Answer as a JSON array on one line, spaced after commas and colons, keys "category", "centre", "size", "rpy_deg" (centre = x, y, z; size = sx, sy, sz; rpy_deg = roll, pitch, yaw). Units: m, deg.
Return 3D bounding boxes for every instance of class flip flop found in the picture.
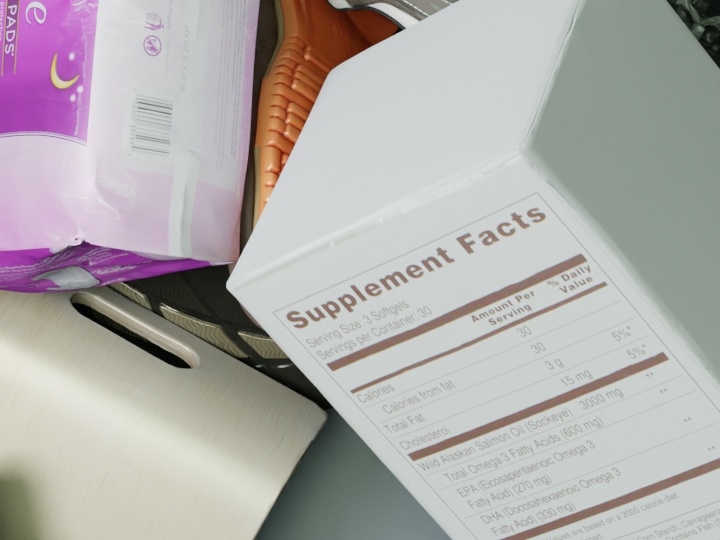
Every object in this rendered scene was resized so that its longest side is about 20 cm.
[{"category": "flip flop", "centre": [0.000, 0.000, 0.981], "size": [0.200, 0.058, 0.081], "rpy_deg": [-6, 121, 9]}]

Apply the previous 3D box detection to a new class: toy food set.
[{"category": "toy food set", "centre": [-0.120, 0.101, 0.978], "size": [0.143, 0.060, 0.200], "rpy_deg": [29, 101, 4]}]

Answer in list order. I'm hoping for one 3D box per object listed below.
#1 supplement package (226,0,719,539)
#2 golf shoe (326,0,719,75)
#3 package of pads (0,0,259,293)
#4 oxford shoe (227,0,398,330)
[{"category": "supplement package", "centre": [0.077, 0.019, 0.873], "size": [0.117, 0.117, 0.200], "rpy_deg": [-25, 117, 35]}, {"category": "golf shoe", "centre": [0.078, -0.070, 0.929], "size": [0.200, 0.078, 0.095], "rpy_deg": [39, 123, -1]}, {"category": "package of pads", "centre": [-0.089, -0.095, 0.899], "size": [0.120, 0.076, 0.200], "rpy_deg": [-5, 78, 46]}, {"category": "oxford shoe", "centre": [-0.029, -0.049, 0.949], "size": [0.073, 0.071, 0.200], "rpy_deg": [-27, 40, 28]}]
